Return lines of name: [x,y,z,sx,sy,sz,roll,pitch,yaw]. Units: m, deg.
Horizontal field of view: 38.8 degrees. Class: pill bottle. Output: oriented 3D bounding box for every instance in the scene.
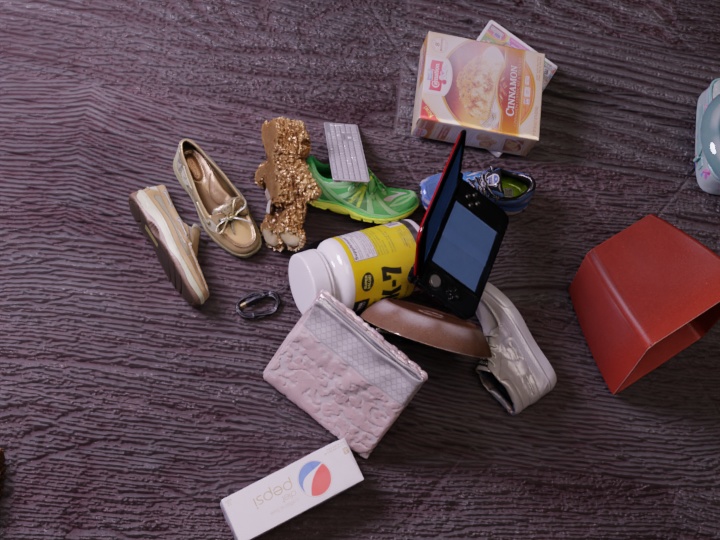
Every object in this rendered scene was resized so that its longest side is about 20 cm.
pill bottle: [0.000,0.000,1.515,0.197,0.114,0.116,-15,76,-25]

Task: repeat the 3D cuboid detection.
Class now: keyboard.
keyboard: [-0.023,-0.184,1.572,0.055,0.011,0.201,-2,33,-5]

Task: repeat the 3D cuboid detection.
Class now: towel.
towel: [-0.025,0.152,1.458,0.199,0.192,0.032,38,35,4]

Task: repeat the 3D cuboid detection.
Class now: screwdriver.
screwdriver: [0.050,0.093,1.482,0.029,0.199,0.028,-20,78,20]

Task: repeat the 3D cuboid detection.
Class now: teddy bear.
teddy bear: [-0.109,-0.127,1.545,0.066,0.144,0.204,0,75,-31]

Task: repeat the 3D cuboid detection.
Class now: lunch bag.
lunch bag: [0.645,-0.221,1.729,0.157,0.077,0.204,8,72,-7]

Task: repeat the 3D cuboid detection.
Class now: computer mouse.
computer mouse: [-0.103,0.012,1.554,0.199,0.034,0.059,-35,83,-17]

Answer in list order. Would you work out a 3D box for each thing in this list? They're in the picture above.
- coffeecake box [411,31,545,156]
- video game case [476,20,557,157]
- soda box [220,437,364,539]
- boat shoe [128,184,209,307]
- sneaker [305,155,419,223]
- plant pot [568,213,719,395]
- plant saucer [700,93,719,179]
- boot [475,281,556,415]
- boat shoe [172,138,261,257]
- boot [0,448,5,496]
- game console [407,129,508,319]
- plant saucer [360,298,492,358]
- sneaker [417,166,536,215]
coffeecake box: [0.190,-0.285,1.653,0.196,0.073,0.157,9,73,-6]
video game case: [0.225,-0.307,1.713,0.142,0.018,0.201,35,71,1]
soda box: [-0.097,0.313,1.450,0.197,0.064,0.069,-24,79,-16]
boat shoe: [-0.269,-0.044,1.527,0.075,0.072,0.202,-26,79,-28]
sneaker: [-0.002,-0.128,1.579,0.196,0.085,0.074,11,29,-7]
plant pot: [0.434,0.038,1.565,0.198,0.201,0.178,-28,68,-16]
plant saucer: [0.656,-0.215,1.675,0.196,0.027,0.204,2,74,-8]
boot: [0.209,0.118,1.554,0.095,0.074,0.201,-32,82,-24]
boat shoe: [-0.221,-0.108,1.553,0.073,0.063,0.201,-37,83,-18]
boot: [-0.545,0.339,1.365,0.105,0.075,0.204,3,65,-6]
game console: [0.152,-0.063,1.474,0.171,0.118,0.202,34,60,-16]
plant saucer: [0.098,0.077,1.461,0.197,0.200,0.037,17,95,-5]
sneaker: [0.186,-0.133,1.613,0.196,0.089,0.080,-5,73,-15]
